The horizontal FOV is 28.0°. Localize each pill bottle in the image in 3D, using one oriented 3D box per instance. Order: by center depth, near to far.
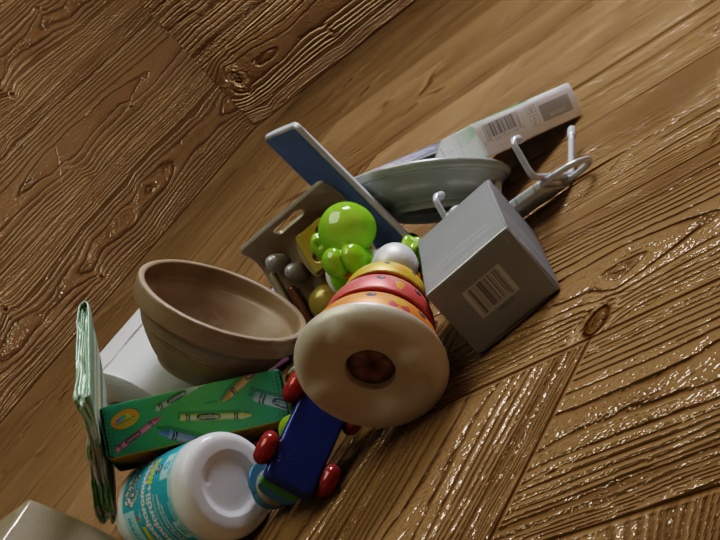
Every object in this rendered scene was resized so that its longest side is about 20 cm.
[{"bbox_3d":[-0.185,0.244,1.523,0.200,0.111,0.111,-30,19,50],"label":"pill bottle"}]

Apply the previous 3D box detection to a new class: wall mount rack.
[{"bbox_3d":[0.173,-0.096,1.600,0.200,0.075,0.173,-35,-14,30],"label":"wall mount rack"}]

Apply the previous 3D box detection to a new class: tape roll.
[{"bbox_3d":[-0.228,0.149,1.759,0.202,0.203,0.139,-26,22,54],"label":"tape roll"}]

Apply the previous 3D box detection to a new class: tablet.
[{"bbox_3d":[-0.026,-0.099,1.730,0.014,0.200,0.130,-49,14,-15],"label":"tablet"}]

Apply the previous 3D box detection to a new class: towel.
[{"bbox_3d":[-0.291,0.159,1.582,0.023,0.201,0.153,-6,41,-5],"label":"towel"}]

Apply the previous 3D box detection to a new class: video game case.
[{"bbox_3d":[0.035,-0.140,2.116,0.199,0.019,0.143,-24,8,3],"label":"video game case"}]

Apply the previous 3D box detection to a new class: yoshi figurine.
[{"bbox_3d":[0.005,-0.015,1.548,0.112,0.112,0.200,-46,-19,0],"label":"yoshi figurine"}]

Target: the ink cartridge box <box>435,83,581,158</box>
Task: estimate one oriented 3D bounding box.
[{"bbox_3d":[0.157,-0.164,1.804,0.160,0.050,0.200,-26,5,-29],"label":"ink cartridge box"}]

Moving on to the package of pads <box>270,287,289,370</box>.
[{"bbox_3d":[-0.143,0.101,1.936,0.200,0.076,0.121,-41,14,15],"label":"package of pads"}]

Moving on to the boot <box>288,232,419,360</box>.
[{"bbox_3d":[-0.007,0.035,1.787,0.199,0.068,0.131,-33,9,23],"label":"boot"}]

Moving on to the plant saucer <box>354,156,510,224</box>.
[{"bbox_3d":[0.085,-0.090,1.745,0.198,0.051,0.200,-6,-9,-1],"label":"plant saucer"}]

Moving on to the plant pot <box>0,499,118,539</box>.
[{"bbox_3d":[-0.343,0.361,1.487,0.200,0.177,0.200,-36,15,30],"label":"plant pot"}]

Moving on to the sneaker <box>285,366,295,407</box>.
[{"bbox_3d":[0.001,0.102,1.531,0.087,0.076,0.200,-30,1,-44],"label":"sneaker"}]

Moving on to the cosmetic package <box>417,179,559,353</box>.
[{"bbox_3d":[0.122,-0.008,1.436,0.107,0.090,0.200,-41,10,13],"label":"cosmetic package"}]

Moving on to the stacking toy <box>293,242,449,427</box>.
[{"bbox_3d":[0.019,0.038,1.395,0.146,0.146,0.201,-36,25,30],"label":"stacking toy"}]

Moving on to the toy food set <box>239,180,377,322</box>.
[{"bbox_3d":[-0.045,0.014,1.692,0.143,0.201,0.060,-39,-21,21],"label":"toy food set"}]

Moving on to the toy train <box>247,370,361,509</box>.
[{"bbox_3d":[-0.047,0.142,1.446,0.201,0.084,0.116,-65,8,-30],"label":"toy train"}]

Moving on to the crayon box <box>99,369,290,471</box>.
[{"bbox_3d":[-0.178,0.165,1.581,0.198,0.059,0.119,-12,-13,-7],"label":"crayon box"}]

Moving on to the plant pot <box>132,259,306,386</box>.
[{"bbox_3d":[-0.167,0.071,1.625,0.201,0.199,0.093,-86,16,-72],"label":"plant pot"}]
